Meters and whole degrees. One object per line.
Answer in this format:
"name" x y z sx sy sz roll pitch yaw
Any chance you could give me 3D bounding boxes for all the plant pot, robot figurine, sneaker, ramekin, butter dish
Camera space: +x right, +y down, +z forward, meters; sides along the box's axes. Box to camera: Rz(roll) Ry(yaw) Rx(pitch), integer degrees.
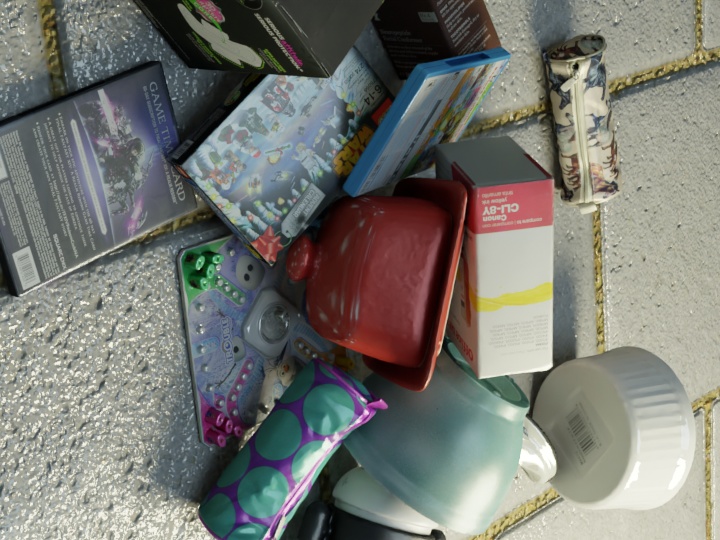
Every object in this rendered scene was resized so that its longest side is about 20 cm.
"plant pot" 0.091 0.154 1.389 0.200 0.200 0.135 24 108 -45
"robot figurine" 0.010 0.305 1.426 0.150 0.124 0.202 27 79 -68
"sneaker" 0.149 0.204 1.588 0.115 0.075 0.201 -45 119 -18
"ramekin" 0.300 0.195 1.641 0.097 0.200 0.202 -1 100 -37
"butter dish" 0.000 0.000 1.295 0.147 0.200 0.201 10 92 -19

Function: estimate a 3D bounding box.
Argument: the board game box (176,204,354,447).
"board game box" -0.085 0.053 1.343 0.199 0.026 0.202 -20 113 -41

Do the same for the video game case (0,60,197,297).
"video game case" -0.237 -0.083 1.169 0.199 0.019 0.144 -31 120 -38

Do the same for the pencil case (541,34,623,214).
"pencil case" 0.265 -0.174 1.601 0.089 0.077 0.202 -46 130 -54

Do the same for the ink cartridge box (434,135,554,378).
"ink cartridge box" 0.131 -0.014 1.329 0.083 0.145 0.202 -8 113 -10

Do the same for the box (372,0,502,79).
"box" 0.057 -0.288 1.357 0.075 0.100 0.201 -46 127 -27

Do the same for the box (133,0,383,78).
"box" -0.084 -0.263 1.151 0.149 0.199 0.124 -56 132 -19

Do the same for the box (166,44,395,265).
"box" -0.064 -0.124 1.250 0.200 0.040 0.137 -48 122 -10

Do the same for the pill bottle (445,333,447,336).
"pill bottle" 0.142 -0.003 1.494 0.113 0.112 0.202 25 82 -45

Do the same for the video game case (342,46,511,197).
"video game case" 0.068 -0.148 1.310 0.200 0.018 0.144 -25 151 -59

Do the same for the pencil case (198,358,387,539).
"pencil case" -0.067 0.183 1.314 0.201 0.092 0.085 -54 147 -2
